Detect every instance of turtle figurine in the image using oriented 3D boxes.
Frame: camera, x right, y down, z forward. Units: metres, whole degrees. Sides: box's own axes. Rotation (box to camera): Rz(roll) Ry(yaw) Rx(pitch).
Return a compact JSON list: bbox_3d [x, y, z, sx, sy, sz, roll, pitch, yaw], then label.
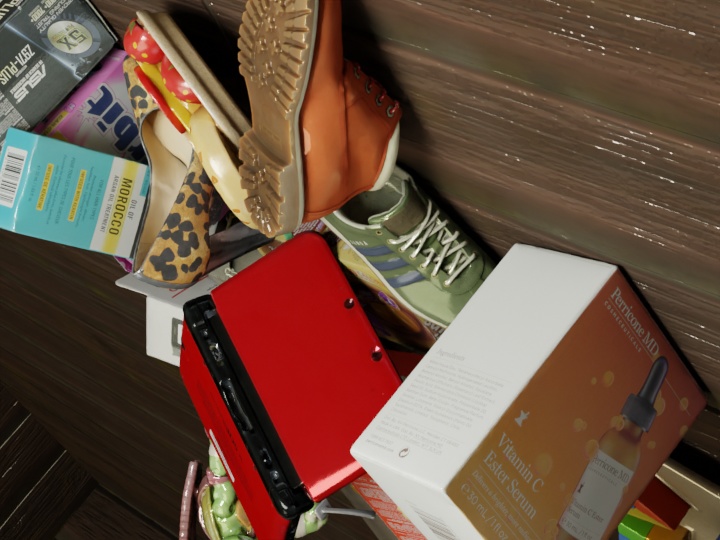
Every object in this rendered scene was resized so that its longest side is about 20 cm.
[{"bbox_3d":[-0.083,0.177,1.525,0.144,0.200,0.194,16,-146,-27],"label":"turtle figurine"}]

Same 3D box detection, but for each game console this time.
[{"bbox_3d":[-0.054,0.102,1.317,0.200,0.118,0.172,62,159,25],"label":"game console"}]

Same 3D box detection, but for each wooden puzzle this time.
[{"bbox_3d":[0.275,0.218,1.337,0.200,0.046,0.185,25,158,22],"label":"wooden puzzle"}]

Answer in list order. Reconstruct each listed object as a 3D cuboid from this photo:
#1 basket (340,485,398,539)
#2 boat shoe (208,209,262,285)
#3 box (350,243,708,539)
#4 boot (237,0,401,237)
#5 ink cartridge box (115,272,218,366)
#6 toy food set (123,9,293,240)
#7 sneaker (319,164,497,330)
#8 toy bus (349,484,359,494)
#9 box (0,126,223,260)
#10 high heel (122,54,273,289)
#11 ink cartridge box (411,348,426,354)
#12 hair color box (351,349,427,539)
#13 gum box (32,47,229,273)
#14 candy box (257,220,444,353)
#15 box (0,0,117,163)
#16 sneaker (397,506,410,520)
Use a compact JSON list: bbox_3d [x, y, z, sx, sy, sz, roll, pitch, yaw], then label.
[{"bbox_3d":[0.036,0.177,1.600,0.200,0.180,0.136,47,121,1],"label":"basket"},{"bbox_3d":[-0.126,-0.026,1.528,0.202,0.072,0.060,27,164,45],"label":"boat shoe"},{"bbox_3d":[0.121,0.108,1.147,0.106,0.200,0.152,16,152,53],"label":"box"},{"bbox_3d":[-0.021,-0.123,1.085,0.075,0.107,0.200,50,147,41],"label":"boot"},{"bbox_3d":[-0.122,0.047,1.555,0.200,0.116,0.068,19,120,27],"label":"ink cartridge box"},{"bbox_3d":[-0.110,-0.108,1.231,0.200,0.049,0.198,53,180,8],"label":"toy food set"},{"bbox_3d":[0.033,-0.026,1.208,0.200,0.067,0.090,39,168,11],"label":"sneaker"},{"bbox_3d":[-0.035,0.102,1.417,0.200,0.078,0.065,49,168,-4],"label":"toy bus"},{"bbox_3d":[-0.210,-0.055,1.375,0.200,0.082,0.049,14,-178,-44],"label":"box"},{"bbox_3d":[-0.167,-0.082,1.319,0.071,0.142,0.200,-40,82,43],"label":"high heel"},{"bbox_3d":[0.157,0.128,1.420,0.200,0.057,0.163,0,142,32],"label":"ink cartridge box"},{"bbox_3d":[0.060,0.164,1.381,0.064,0.111,0.200,8,152,29],"label":"hair color box"},{"bbox_3d":[-0.208,-0.096,1.447,0.066,0.114,0.200,20,154,46],"label":"gum box"},{"bbox_3d":[0.000,0.000,1.366,0.200,0.057,0.117,16,152,49],"label":"candy box"},{"bbox_3d":[-0.331,-0.164,1.381,0.164,0.200,0.086,16,150,49],"label":"box"},{"bbox_3d":[0.104,0.128,1.250,0.090,0.200,0.075,42,145,-7],"label":"sneaker"}]
